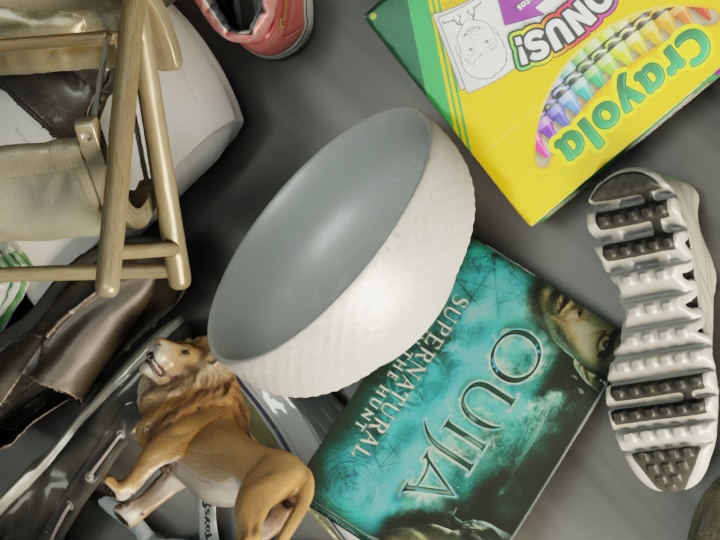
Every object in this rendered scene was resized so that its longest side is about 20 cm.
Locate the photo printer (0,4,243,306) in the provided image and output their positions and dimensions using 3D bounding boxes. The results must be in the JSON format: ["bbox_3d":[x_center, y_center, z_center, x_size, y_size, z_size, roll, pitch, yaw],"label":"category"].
[{"bbox_3d":[-0.187,-0.097,1.525,0.200,0.069,0.167,-42,79,11],"label":"photo printer"}]

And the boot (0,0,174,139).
[{"bbox_3d":[-0.195,-0.193,1.462,0.174,0.069,0.200,-49,64,20],"label":"boot"}]

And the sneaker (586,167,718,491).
[{"bbox_3d":[0.194,0.035,1.413,0.075,0.081,0.202,-3,93,30],"label":"sneaker"}]

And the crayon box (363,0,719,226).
[{"bbox_3d":[0.133,-0.158,1.442,0.200,0.058,0.173,-40,82,11],"label":"crayon box"}]

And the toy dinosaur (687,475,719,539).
[{"bbox_3d":[0.249,0.156,1.412,0.102,0.077,0.201,32,102,25],"label":"toy dinosaur"}]

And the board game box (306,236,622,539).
[{"bbox_3d":[0.066,0.093,1.435,0.135,0.028,0.201,31,76,8],"label":"board game box"}]

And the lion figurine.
[{"bbox_3d":[-0.082,0.123,1.409,0.122,0.073,0.200,-42,53,-20],"label":"lion figurine"}]

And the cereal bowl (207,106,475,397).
[{"bbox_3d":[0.000,0.000,1.427,0.083,0.200,0.200,39,101,-22],"label":"cereal bowl"}]

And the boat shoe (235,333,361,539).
[{"bbox_3d":[-0.036,0.119,1.490,0.062,0.072,0.200,-46,71,30],"label":"boat shoe"}]

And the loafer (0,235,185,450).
[{"bbox_3d":[-0.186,0.055,1.499,0.200,0.073,0.072,-39,51,18],"label":"loafer"}]

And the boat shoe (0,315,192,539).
[{"bbox_3d":[-0.169,0.116,1.524,0.057,0.067,0.200,43,102,-5],"label":"boat shoe"}]

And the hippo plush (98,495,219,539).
[{"bbox_3d":[-0.097,0.226,1.448,0.158,0.161,0.201,-18,85,14],"label":"hippo plush"}]

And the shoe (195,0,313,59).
[{"bbox_3d":[-0.079,-0.240,1.487,0.071,0.091,0.202,-12,86,14],"label":"shoe"}]

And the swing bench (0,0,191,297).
[{"bbox_3d":[-0.218,-0.084,1.384,0.197,0.130,0.202,-1,92,18],"label":"swing bench"}]

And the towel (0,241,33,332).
[{"bbox_3d":[-0.306,-0.032,1.535,0.200,0.031,0.149,50,140,11],"label":"towel"}]
